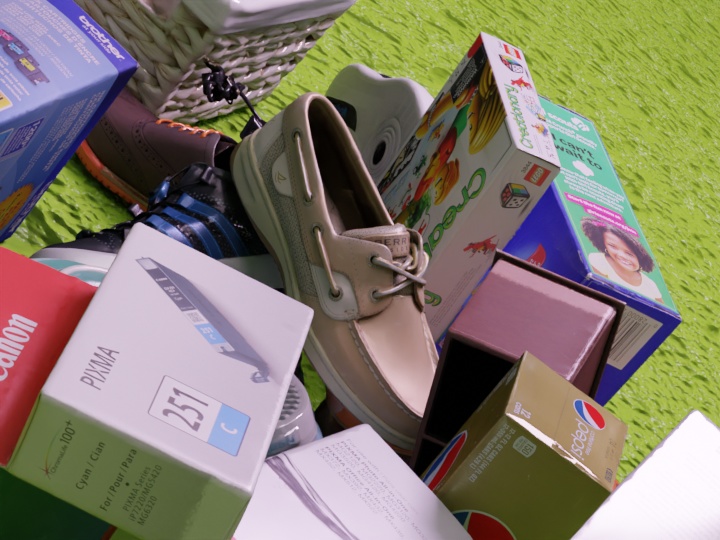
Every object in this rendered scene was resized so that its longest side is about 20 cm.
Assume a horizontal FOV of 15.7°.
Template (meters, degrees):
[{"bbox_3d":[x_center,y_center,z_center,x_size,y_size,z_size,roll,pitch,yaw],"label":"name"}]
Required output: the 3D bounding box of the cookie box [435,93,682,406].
[{"bbox_3d":[0.087,0.013,1.553,0.075,0.171,0.200,25,28,-30],"label":"cookie box"}]

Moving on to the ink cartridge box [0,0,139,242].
[{"bbox_3d":[-0.202,-0.071,1.350,0.076,0.137,0.200,43,26,4],"label":"ink cartridge box"}]

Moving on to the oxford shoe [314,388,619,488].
[{"bbox_3d":[0.060,0.114,1.455,0.199,0.073,0.071,24,32,-16],"label":"oxford shoe"}]

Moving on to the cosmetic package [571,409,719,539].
[{"bbox_3d":[0.128,0.170,1.345,0.071,0.102,0.200,41,48,11],"label":"cosmetic package"}]

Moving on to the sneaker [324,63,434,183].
[{"bbox_3d":[0.051,-0.078,1.724,0.111,0.073,0.200,25,10,-23],"label":"sneaker"}]

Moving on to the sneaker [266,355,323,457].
[{"bbox_3d":[-0.057,0.085,1.387,0.073,0.082,0.200,-11,19,-1],"label":"sneaker"}]

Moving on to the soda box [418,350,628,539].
[{"bbox_3d":[0.041,0.138,1.248,0.064,0.200,0.068,35,27,-5],"label":"soda box"}]

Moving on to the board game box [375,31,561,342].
[{"bbox_3d":[0.039,-0.025,1.518,0.034,0.200,0.127,23,28,-23],"label":"board game box"}]

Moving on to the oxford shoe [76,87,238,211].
[{"bbox_3d":[-0.105,-0.065,1.543,0.200,0.073,0.071,47,27,17],"label":"oxford shoe"}]

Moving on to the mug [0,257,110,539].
[{"bbox_3d":[-0.127,0.069,1.243,0.184,0.115,0.152,4,41,-49],"label":"mug"}]

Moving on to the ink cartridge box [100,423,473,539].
[{"bbox_3d":[-0.057,0.161,1.145,0.083,0.146,0.200,44,26,18],"label":"ink cartridge box"}]

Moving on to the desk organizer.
[{"bbox_3d":[0.065,0.099,1.326,0.071,0.201,0.077,23,36,12],"label":"desk organizer"}]

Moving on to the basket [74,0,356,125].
[{"bbox_3d":[-0.108,-0.176,1.666,0.136,0.124,0.200,44,27,12],"label":"basket"}]

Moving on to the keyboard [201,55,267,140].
[{"bbox_3d":[-0.053,-0.073,1.597,0.127,0.021,0.200,52,2,4],"label":"keyboard"}]

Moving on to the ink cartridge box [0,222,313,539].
[{"bbox_3d":[-0.117,0.031,1.102,0.175,0.045,0.200,25,21,-4],"label":"ink cartridge box"}]

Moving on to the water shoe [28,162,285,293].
[{"bbox_3d":[-0.102,-0.017,1.428,0.199,0.071,0.079,0,72,-38],"label":"water shoe"}]

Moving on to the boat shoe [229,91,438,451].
[{"bbox_3d":[0.000,0.000,1.394,0.072,0.065,0.201,-6,64,-50],"label":"boat shoe"}]
